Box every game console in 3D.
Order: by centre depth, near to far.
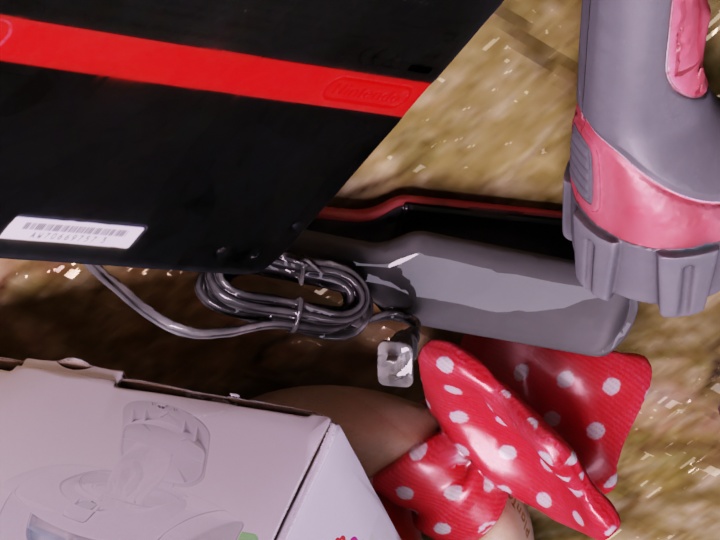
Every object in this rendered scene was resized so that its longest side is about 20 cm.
[{"bbox_3d":[-0.044,-0.068,0.799,0.200,0.031,0.177,5,135,-51],"label":"game console"}]

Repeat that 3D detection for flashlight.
[{"bbox_3d":[0.098,-0.077,0.886,0.068,0.068,0.200,19,137,17],"label":"flashlight"}]

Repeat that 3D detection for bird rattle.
[{"bbox_3d":[0.014,0.096,1.029,0.163,0.113,0.200,7,140,9],"label":"bird rattle"}]

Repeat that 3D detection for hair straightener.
[{"bbox_3d":[0.000,0.000,0.936,0.200,0.077,0.041,11,120,-22],"label":"hair straightener"}]

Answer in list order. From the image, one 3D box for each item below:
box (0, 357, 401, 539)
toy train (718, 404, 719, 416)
[{"bbox_3d":[-0.082,0.117,0.967,0.200,0.097,0.177,8,147,27],"label":"box"},{"bbox_3d":[0.199,0.075,1.040,0.087,0.114,0.200,-34,135,18],"label":"toy train"}]
